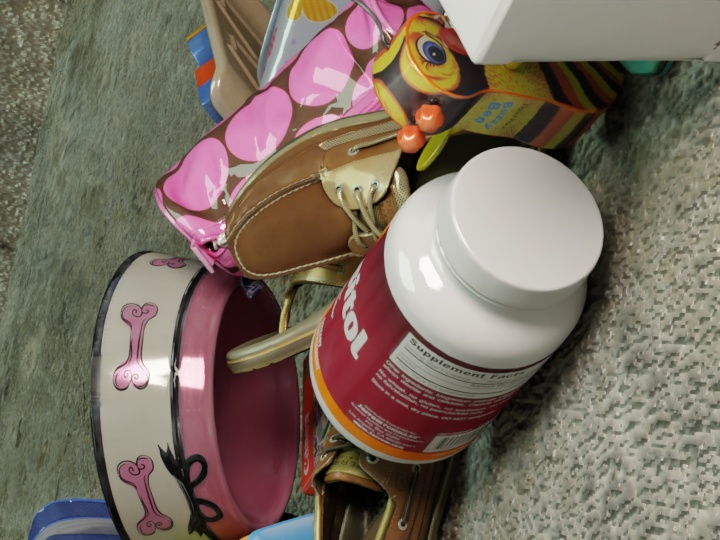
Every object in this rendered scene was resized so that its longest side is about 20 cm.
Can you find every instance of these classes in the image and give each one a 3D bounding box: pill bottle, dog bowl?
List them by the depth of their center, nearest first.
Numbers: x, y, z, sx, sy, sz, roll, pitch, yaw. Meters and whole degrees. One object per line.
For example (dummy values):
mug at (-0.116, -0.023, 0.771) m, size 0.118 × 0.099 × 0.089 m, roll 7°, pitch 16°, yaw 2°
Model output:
pill bottle at (0.053, 0.017, 1.478) m, size 0.200 × 0.113 × 0.113 m, roll 126°, pitch 152°, yaw -56°
dog bowl at (-0.097, 0.085, 1.713) m, size 0.200 × 0.074 × 0.200 m, roll -5°, pitch -90°, yaw -72°

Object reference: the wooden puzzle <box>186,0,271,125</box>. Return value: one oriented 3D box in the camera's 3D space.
wooden puzzle at (-0.060, -0.103, 1.881) m, size 0.046 × 0.185 × 0.200 m, roll -32°, pitch 29°, yaw 14°

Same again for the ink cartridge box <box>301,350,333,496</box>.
ink cartridge box at (-0.006, 0.086, 1.756) m, size 0.200 × 0.050 × 0.109 m, roll 120°, pitch 157°, yaw -47°

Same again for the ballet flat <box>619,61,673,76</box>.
ballet flat at (0.131, -0.193, 1.439) m, size 0.067 × 0.070 × 0.200 m, roll 131°, pitch 148°, yaw -60°

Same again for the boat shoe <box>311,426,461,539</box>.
boat shoe at (0.012, 0.118, 1.593) m, size 0.072 × 0.068 × 0.200 m, roll -6°, pitch 78°, yaw 36°

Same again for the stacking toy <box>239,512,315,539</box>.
stacking toy at (-0.089, 0.213, 1.676) m, size 0.200 × 0.110 × 0.116 m, roll -9°, pitch 89°, yaw 40°

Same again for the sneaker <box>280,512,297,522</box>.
sneaker at (-0.044, 0.251, 1.756) m, size 0.080 × 0.074 × 0.200 m, roll -33°, pitch 52°, yaw 56°

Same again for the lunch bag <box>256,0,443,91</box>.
lunch bag at (0.007, -0.167, 1.762) m, size 0.200 × 0.127 × 0.170 m, roll -52°, pitch -21°, yaw -76°

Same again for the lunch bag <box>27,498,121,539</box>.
lunch bag at (-0.154, 0.240, 1.892) m, size 0.132 × 0.200 × 0.136 m, roll -103°, pitch 23°, yaw -63°

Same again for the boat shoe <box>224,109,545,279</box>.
boat shoe at (0.016, -0.050, 1.551) m, size 0.200 × 0.076 × 0.074 m, roll -27°, pitch 26°, yaw 8°

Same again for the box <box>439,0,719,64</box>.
box at (0.100, -0.204, 1.310) m, size 0.200 × 0.152 × 0.106 m, roll 64°, pitch 144°, yaw 35°

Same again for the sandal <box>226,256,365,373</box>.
sandal at (0.000, 0.000, 1.626) m, size 0.200 × 0.054 × 0.080 m, roll -34°, pitch -6°, yaw 26°

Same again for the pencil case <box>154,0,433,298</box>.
pencil case at (-0.028, -0.082, 1.633) m, size 0.200 × 0.091 × 0.094 m, roll -44°, pitch 9°, yaw 14°

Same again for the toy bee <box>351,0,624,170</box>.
toy bee at (0.046, -0.096, 1.423) m, size 0.131 × 0.200 × 0.109 m, roll 105°, pitch 166°, yaw -50°

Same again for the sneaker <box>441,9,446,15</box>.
sneaker at (0.099, -0.200, 1.565) m, size 0.087 × 0.074 × 0.200 m, roll -107°, pitch 38°, yaw -61°
